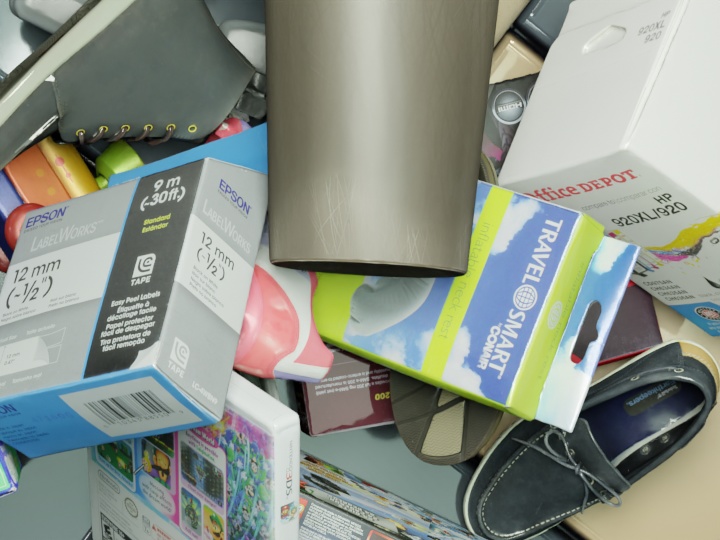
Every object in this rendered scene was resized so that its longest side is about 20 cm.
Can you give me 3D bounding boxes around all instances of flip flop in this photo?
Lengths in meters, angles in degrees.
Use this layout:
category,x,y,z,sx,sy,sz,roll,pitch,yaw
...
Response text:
category,x,y,z,sx,sy,sz,roll,pitch,yaw
flip flop,0.063,0.021,1.045,0.080,0.057,0.202,-8,72,25

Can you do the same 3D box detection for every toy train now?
category,x,y,z,sx,sy,sz,roll,pitch,yaw
toy train,-0.181,-0.038,1.067,0.115,0.085,0.201,-34,96,-23

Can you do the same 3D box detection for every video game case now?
category,x,y,z,sx,sy,sz,roll,pitch,yaw
video game case,-0.103,0.127,0.987,0.024,0.199,0.184,-18,122,-36

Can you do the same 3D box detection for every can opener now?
category,x,y,z,sx,sy,sz,roll,pitch,yaw
can opener,-0.124,-0.146,1.065,0.198,0.053,0.067,20,93,-20

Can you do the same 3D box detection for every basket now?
category,x,y,z,sx,sy,sz,roll,pitch,yaw
basket,0.009,-0.100,0.934,0.135,0.180,0.202,1,85,21

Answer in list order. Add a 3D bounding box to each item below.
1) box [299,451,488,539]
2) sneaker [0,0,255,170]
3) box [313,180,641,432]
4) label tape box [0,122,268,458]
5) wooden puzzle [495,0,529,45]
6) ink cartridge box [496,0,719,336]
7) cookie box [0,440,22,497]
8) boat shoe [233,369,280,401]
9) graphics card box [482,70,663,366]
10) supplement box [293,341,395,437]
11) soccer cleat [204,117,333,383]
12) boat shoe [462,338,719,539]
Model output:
category,x,y,z,sx,sy,sz,roll,pitch,yaw
box,0.036,0.179,1.044,0.199,0.137,0.040,26,92,0
sneaker,-0.155,-0.090,0.995,0.200,0.075,0.106,-45,109,-9
box,0.053,0.006,0.994,0.199,0.048,0.123,19,85,31
label tape box,-0.130,-0.004,0.941,0.066,0.142,0.202,42,46,-42
wooden puzzle,0.011,-0.201,1.063,0.200,0.046,0.186,50,58,-21
ink cartridge box,0.217,-0.073,1.046,0.199,0.147,0.146,32,70,-21
cookie box,-0.271,0.045,1.000,0.075,0.171,0.202,-21,92,-11
boat shoe,-0.085,0.042,1.034,0.073,0.067,0.202,-5,71,-49
graphics card box,0.117,-0.029,1.117,0.124,0.051,0.202,-13,89,-10
supplement box,0.000,0.000,1.094,0.108,0.061,0.202,-8,89,-9
soccer cleat,-0.063,-0.013,1.007,0.076,0.201,0.067,25,123,-30
boat shoe,0.149,0.117,1.093,0.199,0.062,0.075,-35,100,13
